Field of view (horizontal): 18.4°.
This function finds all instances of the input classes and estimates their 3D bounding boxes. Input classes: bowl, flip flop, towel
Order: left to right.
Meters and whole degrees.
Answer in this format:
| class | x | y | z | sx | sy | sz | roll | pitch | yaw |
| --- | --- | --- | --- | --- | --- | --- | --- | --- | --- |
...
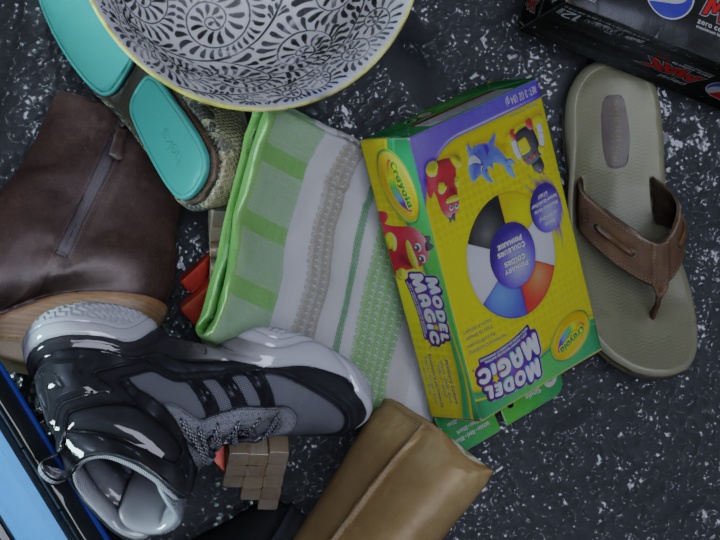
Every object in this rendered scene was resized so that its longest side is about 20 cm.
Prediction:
| class | x | y | z | sx | sy | sz | roll | pitch | yaw |
| --- | --- | --- | --- | --- | --- | --- | --- | --- | --- |
| bowl | -0.073 | -0.182 | 1.252 | 0.200 | 0.094 | 0.202 | 2 | 84 | -18 |
| towel | 0.000 | 0.000 | 1.285 | 0.200 | 0.031 | 0.150 | 24 | 73 | -42 |
| flip flop | 0.167 | -0.033 | 1.361 | 0.081 | 0.058 | 0.201 | -3 | 86 | -14 |

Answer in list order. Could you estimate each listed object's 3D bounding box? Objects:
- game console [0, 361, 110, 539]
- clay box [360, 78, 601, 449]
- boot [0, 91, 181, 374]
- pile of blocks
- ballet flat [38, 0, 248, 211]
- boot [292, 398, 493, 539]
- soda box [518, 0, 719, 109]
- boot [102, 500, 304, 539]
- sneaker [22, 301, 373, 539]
| class | x | y | z | sx | sy | sz | roll | pitch | yaw |
| --- | --- | --- | --- | --- | --- | --- | --- | --- | --- |
| game console | -0.227 | 0.147 | 1.207 | 0.118 | 0.171 | 0.200 | -34 | 95 | -26 |
| clay box | 0.076 | 0.000 | 1.308 | 0.115 | 0.048 | 0.201 | -27 | 108 | -39 |
| boot | -0.203 | -0.027 | 1.304 | 0.199 | 0.072 | 0.167 | 16 | 72 | -6 |
| pile of blocks | -0.077 | 0.038 | 1.308 | 0.062 | 0.082 | 0.201 | 3 | 73 | -9 |
| ballet flat | -0.117 | -0.113 | 1.300 | 0.200 | 0.075 | 0.068 | 53 | 124 | 24 |
| boot | 0.003 | 0.179 | 1.213 | 0.200 | 0.175 | 0.066 | -51 | 132 | -9 |
| soda box | 0.201 | -0.148 | 1.350 | 0.199 | 0.071 | 0.064 | 20 | 75 | -18 |
| boot | -0.156 | 0.145 | 1.300 | 0.200 | 0.066 | 0.165 | 41 | 80 | -2 |
| sneaker | -0.084 | 0.089 | 1.181 | 0.199 | 0.076 | 0.114 | 12 | 53 | -24 |
